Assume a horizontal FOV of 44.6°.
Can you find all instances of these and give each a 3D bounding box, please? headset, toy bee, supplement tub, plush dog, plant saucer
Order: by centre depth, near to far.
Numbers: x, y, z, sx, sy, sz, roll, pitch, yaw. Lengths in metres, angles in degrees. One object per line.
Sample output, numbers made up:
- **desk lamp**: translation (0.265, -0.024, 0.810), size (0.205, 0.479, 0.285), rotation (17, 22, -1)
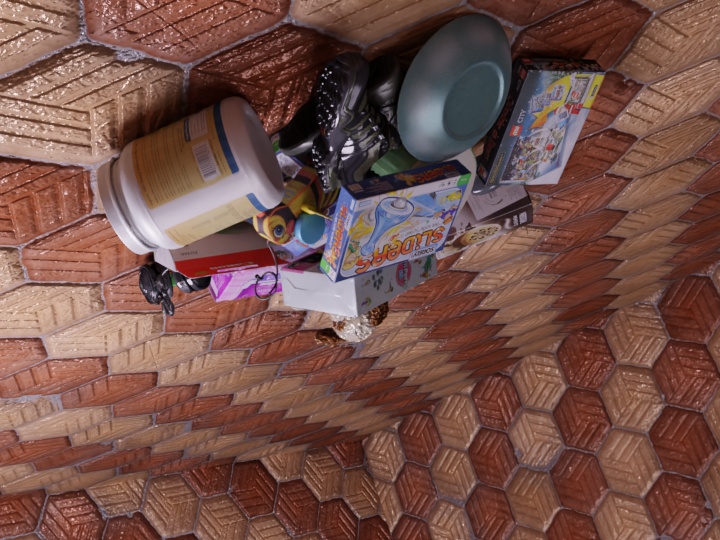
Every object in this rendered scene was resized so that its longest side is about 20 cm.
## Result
- **supplement tub**: translation (-0.209, -0.114, 1.093), size (0.198, 0.146, 0.145), rotation (-22, 161, 8)
- **plant saucer**: translation (0.135, -0.225, 1.134), size (0.199, 0.039, 0.203), rotation (-25, 135, -28)
- **toy bee**: translation (-0.095, -0.074, 1.173), size (0.130, 0.202, 0.109), rotation (1, 151, 33)
- **headset**: translation (-0.303, 0.025, 1.436), size (0.122, 0.095, 0.200), rotation (-16, 180, -1)
- **plush dog**: translation (-0.026, 0.057, 1.710), size (0.199, 0.174, 0.160), rotation (-32, 158, 32)

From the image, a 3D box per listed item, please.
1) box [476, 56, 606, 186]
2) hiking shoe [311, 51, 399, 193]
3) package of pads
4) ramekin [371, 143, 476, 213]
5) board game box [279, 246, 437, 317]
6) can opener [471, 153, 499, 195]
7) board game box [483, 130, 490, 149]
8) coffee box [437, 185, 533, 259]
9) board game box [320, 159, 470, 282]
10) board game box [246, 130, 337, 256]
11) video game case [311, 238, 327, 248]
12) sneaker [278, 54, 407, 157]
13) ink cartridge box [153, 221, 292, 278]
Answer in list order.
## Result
- **box**: translation (0.265, -0.218, 1.309), size (0.135, 0.038, 0.202), rotation (-4, 133, -23)
- **hiking shoe**: translation (-0.002, -0.184, 1.071), size (0.099, 0.076, 0.201), rotation (-10, 144, -19)
- **package of pads**: translation (-0.162, -0.010, 1.537), size (0.198, 0.076, 0.121), rotation (-9, 154, -34)
- **ramekin**: translation (0.074, -0.132, 1.268), size (0.199, 0.098, 0.202), rotation (-28, 141, -26)
- **board game box**: translation (0.000, 0.000, 1.311), size (0.146, 0.065, 0.199), rotation (8, -158, 38)
- **can opener**: translation (0.260, -0.184, 1.406), size (0.198, 0.068, 0.053), rotation (-26, 160, 18)
- **board game box**: translation (0.258, -0.242, 1.392), size (0.119, 0.033, 0.200), rotation (-23, 161, -2)
- **coffee box**: translation (0.218, -0.105, 1.649), size (0.198, 0.081, 0.113), rotation (-21, 161, 6)
- **board game box**: translation (0.047, -0.067, 1.165), size (0.198, 0.034, 0.136), rotation (-17, 140, -35)
- **board game box**: translation (-0.104, -0.107, 1.287), size (0.134, 0.035, 0.200), rotation (-30, 141, 20)
- **video game case**: translation (-0.048, -0.112, 1.416), size (0.180, 0.046, 0.200), rotation (-25, 161, 16)
- **sneaker**: translation (-0.009, -0.188, 1.157), size (0.198, 0.077, 0.114), rotation (-30, 134, 17)
- **ink cartridge box**: translation (-0.212, -0.033, 1.322), size (0.159, 0.051, 0.199), rotation (-10, -169, -26)
